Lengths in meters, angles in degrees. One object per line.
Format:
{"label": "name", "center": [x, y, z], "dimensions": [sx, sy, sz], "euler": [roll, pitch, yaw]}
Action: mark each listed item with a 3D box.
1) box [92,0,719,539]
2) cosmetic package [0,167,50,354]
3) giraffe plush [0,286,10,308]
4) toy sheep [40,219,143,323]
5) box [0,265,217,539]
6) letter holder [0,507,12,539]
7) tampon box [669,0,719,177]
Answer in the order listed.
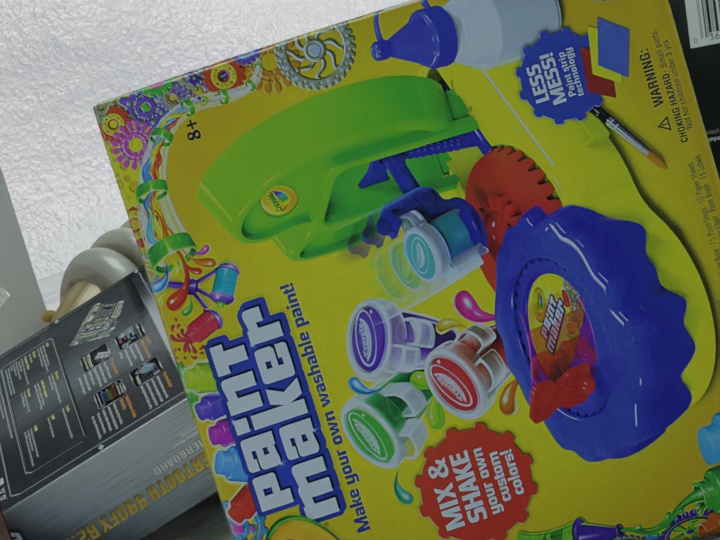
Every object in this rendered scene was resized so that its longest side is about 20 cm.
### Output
{"label": "box", "center": [0.028, 0.007, 0.688], "dimensions": [0.191, 0.202, 0.122], "euler": [-19, 7, -2]}
{"label": "cosmetic package", "center": [-0.234, 0.026, 1.249], "dimensions": [0.050, 0.202, 0.082], "euler": [-19, 6, -20]}
{"label": "giraffe plush", "center": [-0.293, 0.100, 1.101], "dimensions": [0.200, 0.173, 0.162], "euler": [-36, -5, -38]}
{"label": "toy sheep", "center": [-0.117, 0.026, 1.238], "dimensions": [0.199, 0.139, 0.137], "euler": [-23, 8, -42]}
{"label": "box", "center": [-0.116, 0.065, 0.939], "dimensions": [0.158, 0.049, 0.200], "euler": [-32, 21, -5]}
{"label": "letter holder", "center": [-0.259, 0.137, 0.833], "dimensions": [0.142, 0.101, 0.199], "euler": [-26, 10, -40]}
{"label": "tampon box", "center": [0.254, -0.090, 0.974], "dimensions": [0.149, 0.127, 0.200], "euler": [-9, -7, 23]}
